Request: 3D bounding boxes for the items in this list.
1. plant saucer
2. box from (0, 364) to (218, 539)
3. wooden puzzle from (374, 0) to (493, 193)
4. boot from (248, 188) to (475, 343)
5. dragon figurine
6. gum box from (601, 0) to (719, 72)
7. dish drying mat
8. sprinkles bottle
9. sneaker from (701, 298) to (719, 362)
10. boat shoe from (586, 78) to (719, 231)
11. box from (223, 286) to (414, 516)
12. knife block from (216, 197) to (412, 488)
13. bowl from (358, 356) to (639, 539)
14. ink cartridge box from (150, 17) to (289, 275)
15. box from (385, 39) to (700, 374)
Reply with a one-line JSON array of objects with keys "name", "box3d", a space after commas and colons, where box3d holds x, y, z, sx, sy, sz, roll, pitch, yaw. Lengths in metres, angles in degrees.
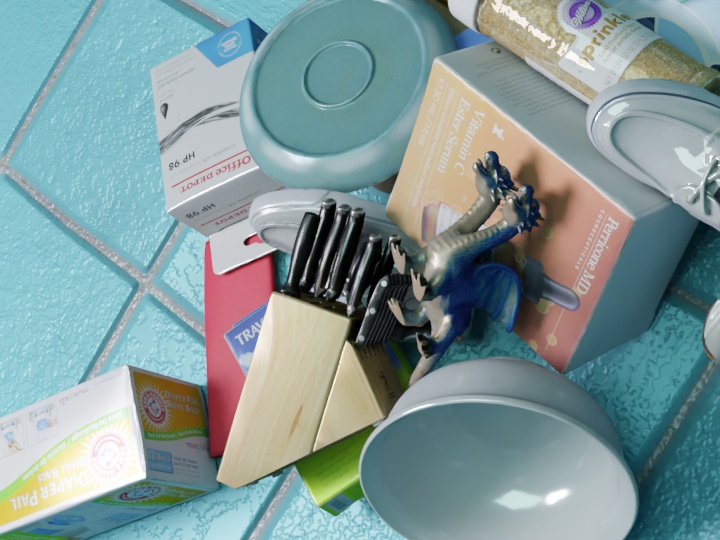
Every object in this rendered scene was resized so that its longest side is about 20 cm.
[{"name": "plant saucer", "box3d": [-0.016, -0.159, 1.112, 0.199, 0.027, 0.201, -9, 65, 19]}, {"name": "box", "box3d": [-0.241, 0.169, 1.175, 0.199, 0.112, 0.102, -23, 67, 22]}, {"name": "wooden puzzle", "box3d": [0.055, -0.193, 1.143, 0.185, 0.046, 0.201, -28, 65, 20]}, {"name": "boot", "box3d": [0.000, 0.000, 1.063, 0.199, 0.074, 0.096, 10, 61, 6]}, {"name": "dragon figurine", "box3d": [0.076, 0.013, 0.936, 0.099, 0.201, 0.059, -18, 42, -17]}, {"name": "gum box", "box3d": [0.248, -0.140, 0.943, 0.169, 0.044, 0.201, 17, 120, 36]}, {"name": "dish drying mat", "box3d": [-0.104, 0.062, 1.182, 0.077, 0.018, 0.201, -13, 71, 25]}, {"name": "sprinkles bottle", "box3d": [0.156, -0.160, 0.937, 0.200, 0.068, 0.068, 38, 97, 23]}, {"name": "sneaker", "box3d": [0.331, 0.017, 0.915, 0.200, 0.076, 0.092, -37, 66, 18]}, {"name": "boat shoe", "box3d": [0.238, -0.060, 0.851, 0.199, 0.065, 0.074, 21, 122, -1]}, {"name": "box", "box3d": [-0.025, 0.084, 1.101, 0.122, 0.048, 0.200, -35, 63, 4]}, {"name": "knife block", "box3d": [-0.046, 0.050, 1.021, 0.200, 0.064, 0.176, -28, 80, 19]}, {"name": "bowl", "box3d": [0.104, 0.127, 0.968, 0.200, 0.201, 0.091, -11, 39, 27]}, {"name": "ink cartridge box", "box3d": [-0.116, -0.111, 1.194, 0.116, 0.067, 0.201, -23, 60, 22]}, {"name": "box", "box3d": [0.135, -0.054, 0.980, 0.200, 0.106, 0.153, 43, 135, 29]}]
